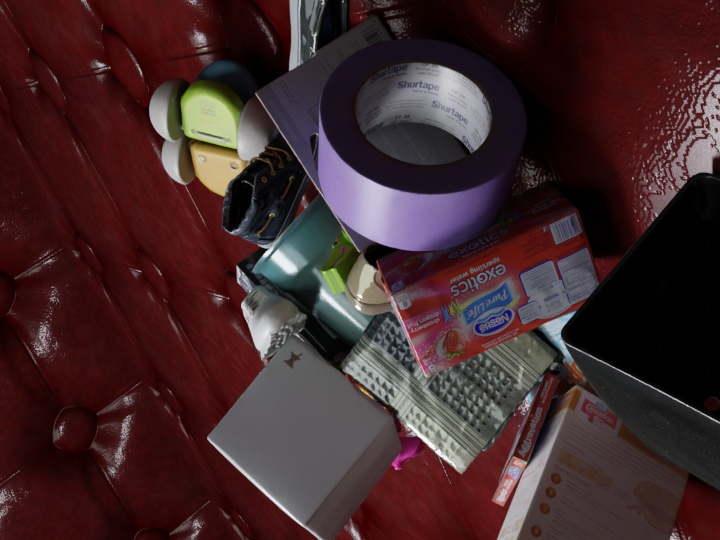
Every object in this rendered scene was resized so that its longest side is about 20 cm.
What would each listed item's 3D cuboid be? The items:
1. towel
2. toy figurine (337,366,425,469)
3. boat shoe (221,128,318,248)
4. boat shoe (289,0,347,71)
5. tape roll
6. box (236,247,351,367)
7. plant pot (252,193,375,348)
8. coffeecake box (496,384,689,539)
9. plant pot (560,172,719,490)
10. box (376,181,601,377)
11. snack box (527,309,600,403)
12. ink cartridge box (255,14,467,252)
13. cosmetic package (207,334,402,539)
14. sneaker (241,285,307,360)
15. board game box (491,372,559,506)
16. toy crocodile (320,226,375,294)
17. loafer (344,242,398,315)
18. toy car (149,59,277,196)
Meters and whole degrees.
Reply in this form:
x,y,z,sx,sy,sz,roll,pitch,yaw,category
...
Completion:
x,y,z,sx,sy,sz,roll,pitch,yaw,category
0.100,0.105,1.108,0.199,0.034,0.194,40,110,11,towel
0.030,0.190,1.383,0.184,0.147,0.203,-131,35,-54,toy figurine
-0.108,-0.130,1.219,0.070,0.204,0.090,19,-178,33,boat shoe
-0.043,-0.250,1.110,0.056,0.068,0.202,36,147,33,boat shoe
0.057,-0.125,0.930,0.200,0.199,0.086,43,152,22,tape roll
-0.056,0.027,1.365,0.200,0.157,0.050,45,154,21,box
0.000,0.000,1.212,0.196,0.200,0.200,46,155,1,plant pot
0.245,0.251,1.010,0.152,0.202,0.073,30,152,-1,coffeecake box
0.309,0.076,0.763,0.199,0.200,0.179,28,156,43,plant pot
0.126,0.007,0.952,0.096,0.197,0.101,-111,-4,-67,box
0.235,0.104,1.085,0.117,0.037,0.200,55,155,1,snack box
0.004,-0.144,1.028,0.202,0.173,0.043,56,159,-4,ink cartridge box
-0.062,0.218,1.215,0.166,0.167,0.201,37,167,19,cosmetic package
-0.117,0.058,1.205,0.081,0.076,0.200,52,170,2,sneaker
0.189,0.200,1.115,0.019,0.104,0.201,21,155,10,board game box
0.019,-0.057,1.089,0.061,0.201,0.068,13,148,43,toy crocodile
0.077,-0.013,1.032,0.076,0.197,0.069,56,158,30,loafer
-0.184,-0.203,1.329,0.172,0.152,0.201,14,147,11,toy car
